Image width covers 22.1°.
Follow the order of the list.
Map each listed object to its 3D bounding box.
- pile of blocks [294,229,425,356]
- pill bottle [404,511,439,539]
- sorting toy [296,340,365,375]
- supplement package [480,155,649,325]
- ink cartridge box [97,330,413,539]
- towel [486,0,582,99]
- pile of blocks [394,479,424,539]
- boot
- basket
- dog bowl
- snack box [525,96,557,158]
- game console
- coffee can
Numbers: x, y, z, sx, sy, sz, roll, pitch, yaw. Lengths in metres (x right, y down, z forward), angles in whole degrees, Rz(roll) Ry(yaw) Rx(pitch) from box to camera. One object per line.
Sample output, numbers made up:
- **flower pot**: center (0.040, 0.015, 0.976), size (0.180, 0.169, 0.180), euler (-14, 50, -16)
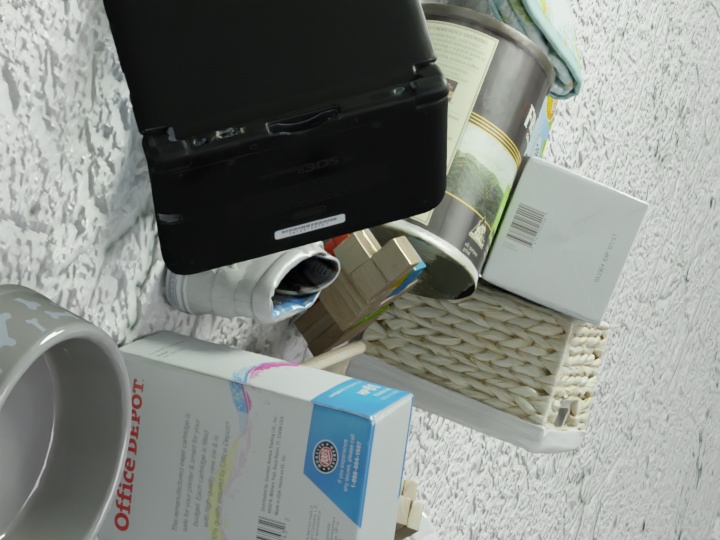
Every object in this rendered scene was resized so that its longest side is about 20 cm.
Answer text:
- **pile of blocks**: center (0.000, 0.000, 1.457), size (0.082, 0.062, 0.200), euler (-32, 172, -26)
- **pill bottle**: center (-0.033, 0.259, 1.473), size (0.200, 0.111, 0.112), euler (-31, 134, -31)
- **sorting toy**: center (-0.071, 0.155, 1.429), size (0.185, 0.036, 0.201), euler (-18, 136, -63)
- **supplement package**: center (0.170, -0.030, 1.609), size (0.200, 0.109, 0.114), euler (-71, -177, -87)
- **ink cartridge box**: center (-0.076, 0.137, 1.278), size (0.085, 0.199, 0.145), euler (-26, 126, -65)
- **towel**: center (0.154, -0.274, 1.678), size (0.200, 0.048, 0.172), euler (50, 34, -56)
- **pile of blocks**: center (-0.028, 0.206, 1.395), size (0.200, 0.082, 0.062), euler (-37, 177, -32)
- **boot**: center (-0.055, -0.008, 1.372), size (0.200, 0.095, 0.074), euler (-39, 137, -55)
- **basket**: center (0.109, 0.073, 1.648), size (0.135, 0.199, 0.124), euler (9, 99, -66)
- **dog bowl**: center (-0.210, 0.112, 1.133), size (0.200, 0.058, 0.201), euler (-43, 140, -51)
- **snack box**: center (0.116, -0.125, 1.737), size (0.200, 0.067, 0.170), euler (23, 81, -68)
- **game console**: center (-0.053, -0.112, 1.207), size (0.176, 0.199, 0.117), euler (88, -16, -49)
- **coffee can**: center (0.060, -0.097, 1.525), size (0.201, 0.146, 0.146), euler (-68, 155, -18)
